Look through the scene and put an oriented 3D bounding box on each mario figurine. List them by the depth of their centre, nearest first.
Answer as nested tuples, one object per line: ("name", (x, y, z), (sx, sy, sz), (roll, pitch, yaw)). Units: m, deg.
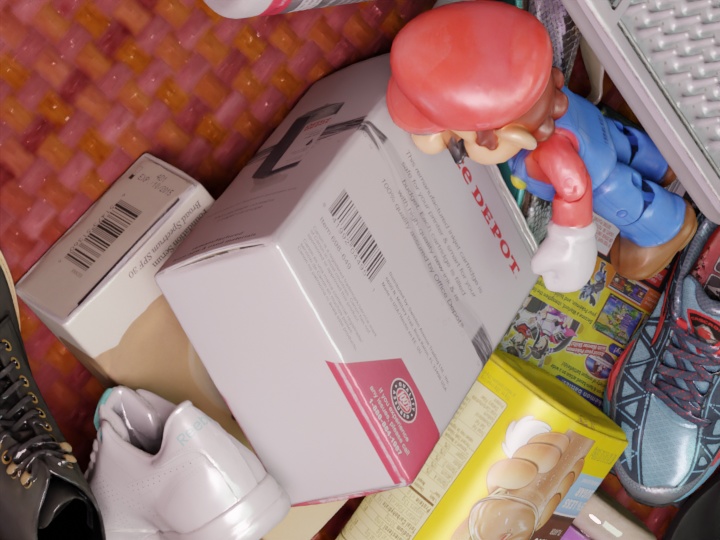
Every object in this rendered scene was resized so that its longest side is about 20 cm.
("mario figurine", (0.078, -0.064, 1.317), (0.200, 0.123, 0.106), (33, 90, -40))

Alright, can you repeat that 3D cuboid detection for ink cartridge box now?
("ink cartridge box", (0.000, 0.000, 1.311), (0.146, 0.084, 0.200), (61, 38, -20))

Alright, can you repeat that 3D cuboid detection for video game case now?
("video game case", (0.159, 0.022, 1.513), (0.199, 0.025, 0.182), (28, 91, -34))

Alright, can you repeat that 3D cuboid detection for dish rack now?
("dish rack", (0.174, -0.132, 1.343), (0.200, 0.043, 0.172), (53, 50, -20))

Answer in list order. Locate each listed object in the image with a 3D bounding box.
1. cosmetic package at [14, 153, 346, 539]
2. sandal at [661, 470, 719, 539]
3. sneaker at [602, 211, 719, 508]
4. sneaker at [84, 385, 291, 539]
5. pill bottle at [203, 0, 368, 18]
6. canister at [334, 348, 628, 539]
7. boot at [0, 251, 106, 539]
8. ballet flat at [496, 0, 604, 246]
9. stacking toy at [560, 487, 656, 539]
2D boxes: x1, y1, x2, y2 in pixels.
("cosmetic package", (-0.075, 0.047, 1.360), (0.105, 0.071, 0.200), (-47, 122, -9))
("sandal", (0.242, 0.144, 1.565), (0.075, 0.045, 0.200), (47, 69, -26))
("sneaker", (0.186, 0.034, 1.452), (0.079, 0.096, 0.201), (20, 89, 11))
("sneaker", (-0.111, 0.099, 1.298), (0.075, 0.200, 0.089), (-41, 103, -33))
("pill bottle", (0.013, -0.193, 1.308), (0.199, 0.111, 0.112), (-10, 111, -26))
("canister", (0.049, 0.146, 1.414), (0.201, 0.086, 0.148), (-55, 156, 5))
("boot", (-0.175, 0.057, 1.266), (0.077, 0.138, 0.201), (-27, 117, -20))
("ballet flat", (0.098, -0.078, 1.417), (0.072, 0.072, 0.202), (-2, 106, -29))
("stacking toy", (0.082, 0.210, 1.508), (0.085, 0.085, 0.200), (35, 94, -33))
